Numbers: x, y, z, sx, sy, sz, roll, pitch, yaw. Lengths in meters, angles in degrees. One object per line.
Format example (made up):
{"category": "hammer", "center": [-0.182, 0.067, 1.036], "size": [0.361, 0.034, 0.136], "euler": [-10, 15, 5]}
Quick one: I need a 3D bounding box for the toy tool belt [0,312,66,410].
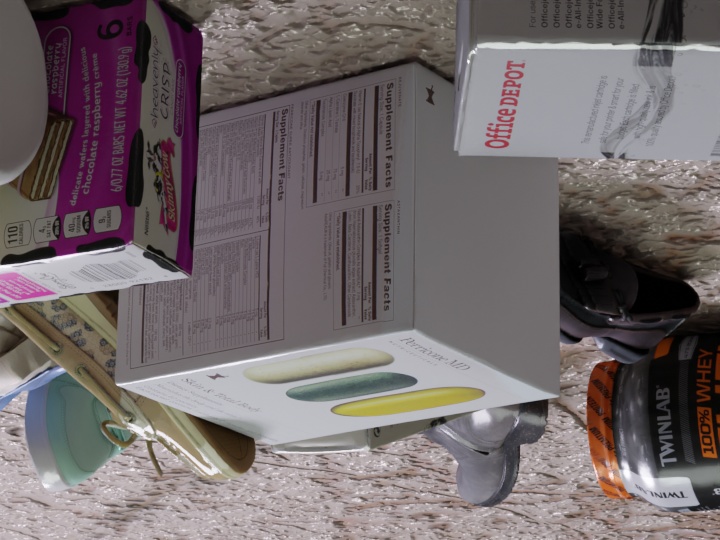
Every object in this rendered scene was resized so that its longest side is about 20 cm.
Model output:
{"category": "toy tool belt", "center": [-0.226, 0.041, 1.715], "size": [0.122, 0.126, 0.200], "euler": [25, 153, -26]}

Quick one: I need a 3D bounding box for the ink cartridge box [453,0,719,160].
{"category": "ink cartridge box", "center": [0.146, -0.113, 1.298], "size": [0.199, 0.084, 0.145], "euler": [1, 162, -1]}

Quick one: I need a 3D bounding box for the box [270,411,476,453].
{"category": "box", "center": [0.026, 0.063, 1.740], "size": [0.082, 0.069, 0.200], "euler": [-4, -174, 37]}

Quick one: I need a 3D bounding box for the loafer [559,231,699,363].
{"category": "loafer", "center": [0.153, 0.009, 1.721], "size": [0.063, 0.072, 0.200], "euler": [-28, 158, 19]}

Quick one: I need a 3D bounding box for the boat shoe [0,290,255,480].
{"category": "boat shoe", "center": [-0.141, 0.050, 1.600], "size": [0.063, 0.200, 0.073], "euler": [-41, 180, 22]}

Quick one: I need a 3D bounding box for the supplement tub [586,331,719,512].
{"category": "supplement tub", "center": [0.262, 0.101, 1.884], "size": [0.199, 0.123, 0.123], "euler": [-7, 160, 20]}

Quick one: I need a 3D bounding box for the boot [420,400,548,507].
{"category": "boot", "center": [0.058, 0.112, 2.035], "size": [0.131, 0.070, 0.200], "euler": [6, 150, -7]}

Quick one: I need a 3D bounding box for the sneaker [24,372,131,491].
{"category": "sneaker", "center": [-0.133, 0.071, 1.771], "size": [0.118, 0.074, 0.201], "euler": [-9, -158, 26]}

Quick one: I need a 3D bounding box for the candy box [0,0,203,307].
{"category": "candy box", "center": [-0.181, -0.054, 1.407], "size": [0.199, 0.137, 0.061], "euler": [-10, 158, 27]}

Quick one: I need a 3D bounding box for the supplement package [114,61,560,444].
{"category": "supplement package", "center": [-0.011, -0.003, 1.530], "size": [0.199, 0.152, 0.152], "euler": [-12, 158, 33]}

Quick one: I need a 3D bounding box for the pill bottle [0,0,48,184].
{"category": "pill bottle", "center": [-0.264, -0.083, 1.359], "size": [0.199, 0.113, 0.113], "euler": [-8, 160, 26]}
